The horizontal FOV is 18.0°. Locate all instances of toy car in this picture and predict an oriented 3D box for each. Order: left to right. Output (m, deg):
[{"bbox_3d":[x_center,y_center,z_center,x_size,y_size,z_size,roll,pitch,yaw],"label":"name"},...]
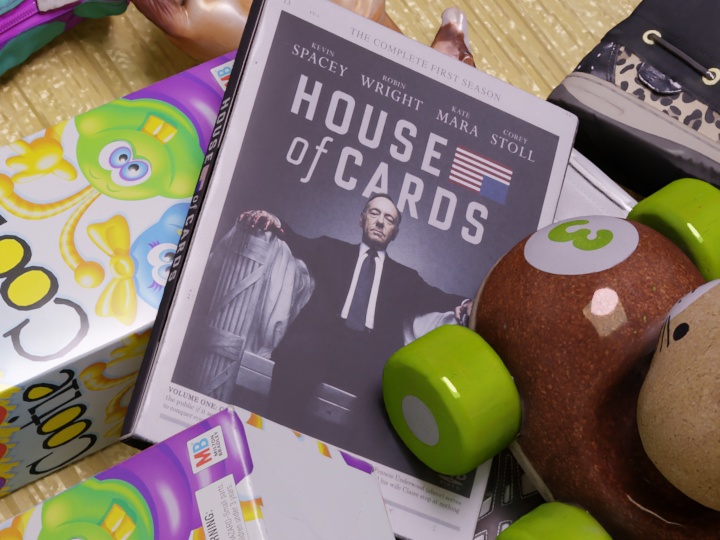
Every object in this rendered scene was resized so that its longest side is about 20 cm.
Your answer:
[{"bbox_3d":[0.133,0.032,0.841,0.164,0.200,0.158,-30,85,-28],"label":"toy car"}]

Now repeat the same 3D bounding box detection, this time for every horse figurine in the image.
[{"bbox_3d":[-0.041,-0.139,1.062,0.199,0.050,0.133,-1,74,-35],"label":"horse figurine"}]

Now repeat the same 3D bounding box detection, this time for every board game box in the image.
[{"bbox_3d":[-0.115,0.006,0.959,0.199,0.103,0.105,-25,68,-21],"label":"board game box"},{"bbox_3d":[-0.089,0.145,0.825,0.199,0.105,0.103,-28,62,20],"label":"board game box"}]

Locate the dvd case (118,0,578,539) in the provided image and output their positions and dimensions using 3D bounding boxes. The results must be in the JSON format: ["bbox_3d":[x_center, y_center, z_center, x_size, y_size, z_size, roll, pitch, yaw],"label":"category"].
[{"bbox_3d":[0.000,0.000,0.917,0.150,0.025,0.201,22,70,-19],"label":"dvd case"}]

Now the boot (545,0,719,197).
[{"bbox_3d":[0.205,-0.084,1.035,0.203,0.074,0.154,28,71,17],"label":"boot"}]

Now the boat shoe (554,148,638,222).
[{"bbox_3d":[0.147,0.013,1.017,0.200,0.072,0.069,35,79,21],"label":"boat shoe"}]

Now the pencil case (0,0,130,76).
[{"bbox_3d":[-0.199,-0.106,1.016,0.200,0.085,0.092,-37,43,-24],"label":"pencil case"}]

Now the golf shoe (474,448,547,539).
[{"bbox_3d":[0.054,0.131,0.948,0.094,0.078,0.201,13,57,18],"label":"golf shoe"}]
